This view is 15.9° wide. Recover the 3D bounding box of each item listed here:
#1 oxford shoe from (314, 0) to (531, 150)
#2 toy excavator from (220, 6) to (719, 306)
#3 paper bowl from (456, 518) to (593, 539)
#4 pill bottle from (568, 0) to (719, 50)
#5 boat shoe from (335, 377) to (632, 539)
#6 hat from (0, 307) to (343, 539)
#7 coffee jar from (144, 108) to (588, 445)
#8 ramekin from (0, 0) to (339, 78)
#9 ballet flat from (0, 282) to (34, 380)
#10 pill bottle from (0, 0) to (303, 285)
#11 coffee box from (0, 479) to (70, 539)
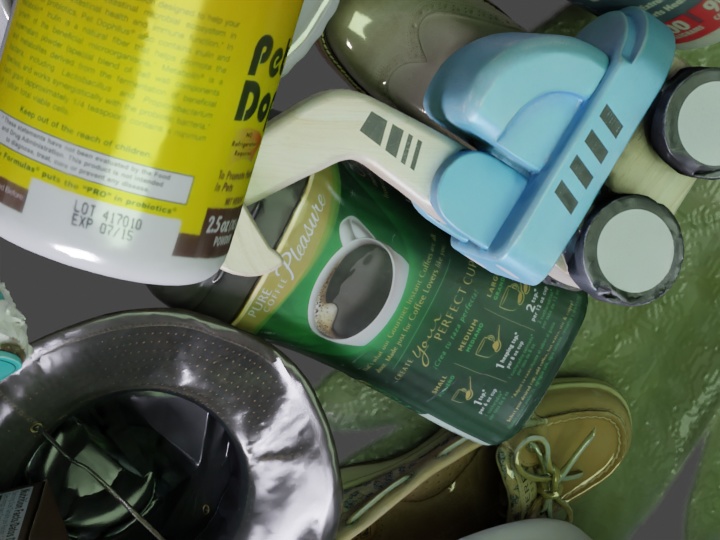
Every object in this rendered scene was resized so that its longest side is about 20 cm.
[{"bbox_3d":[0.069,-0.081,1.197,0.199,0.074,0.071,25,97,-26],"label":"oxford shoe"},{"bbox_3d":[0.041,-0.050,1.109,0.199,0.100,0.195,33,87,-14],"label":"toy excavator"},{"bbox_3d":[0.061,0.193,1.233,0.199,0.201,0.105,-20,69,-14],"label":"paper bowl"},{"bbox_3d":[0.094,-0.184,1.128,0.199,0.119,0.120,21,99,-39],"label":"pill bottle"},{"bbox_3d":[0.051,0.114,1.258,0.199,0.063,0.074,-24,113,-13],"label":"boat shoe"},{"bbox_3d":[-0.106,0.094,1.183,0.199,0.081,0.202,-2,113,-4],"label":"hat"},{"bbox_3d":[0.000,0.000,1.190,0.199,0.085,0.105,24,103,-26],"label":"coffee jar"},{"bbox_3d":[-0.093,-0.156,1.094,0.199,0.105,0.202,-6,108,-19],"label":"ramekin"},{"bbox_3d":[-0.227,0.055,1.125,0.199,0.072,0.072,-31,117,18],"label":"ballet flat"},{"bbox_3d":[-0.078,-0.104,0.997,0.109,0.109,0.201,12,102,-24],"label":"pill bottle"},{"bbox_3d":[-0.217,0.180,1.129,0.198,0.080,0.115,-13,114,9],"label":"coffee box"}]
